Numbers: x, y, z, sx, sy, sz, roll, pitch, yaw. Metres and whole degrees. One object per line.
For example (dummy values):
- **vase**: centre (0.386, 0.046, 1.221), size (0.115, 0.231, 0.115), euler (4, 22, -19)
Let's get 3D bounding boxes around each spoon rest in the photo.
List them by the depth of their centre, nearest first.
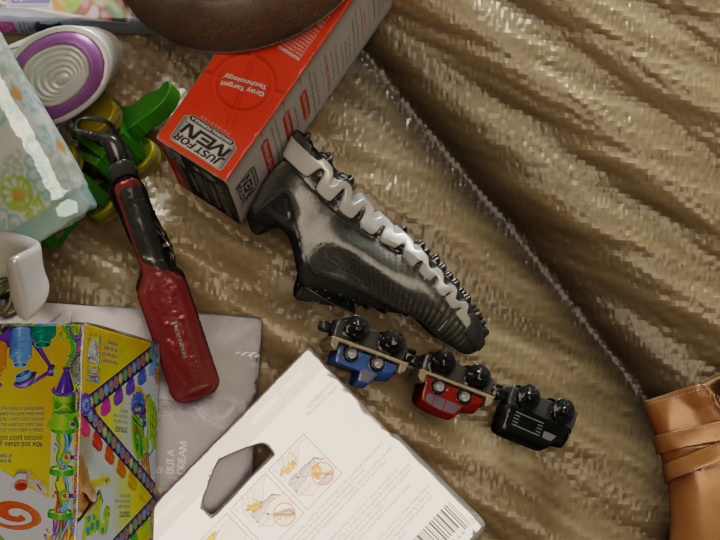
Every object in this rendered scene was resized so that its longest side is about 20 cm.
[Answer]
- **spoon rest**: centre (-0.276, -0.002, 0.918), size (0.198, 0.061, 0.100), euler (4, 112, 26)

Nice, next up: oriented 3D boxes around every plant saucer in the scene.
- **plant saucer**: centre (-0.080, -0.242, 0.980), size (0.198, 0.035, 0.202), euler (-5, 67, 13)

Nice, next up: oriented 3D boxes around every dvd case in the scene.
- **dvd case**: centre (-0.171, 0.100, 1.005), size (0.198, 0.016, 0.150), euler (4, 81, -6)

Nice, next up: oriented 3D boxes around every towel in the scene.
- **towel**: centre (-0.290, -0.068, 0.948), size (0.199, 0.048, 0.172), euler (-28, 99, 18)

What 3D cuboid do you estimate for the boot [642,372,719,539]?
- **boot**: centre (0.234, 0.162, 1.011), size (0.199, 0.077, 0.156), euler (-24, 86, -12)

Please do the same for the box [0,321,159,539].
- **box**: centre (-0.242, 0.136, 0.907), size (0.198, 0.122, 0.194), euler (-1, 81, 14)

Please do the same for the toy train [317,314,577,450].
- **toy train**: centre (0.058, 0.081, 1.012), size (0.199, 0.034, 0.046), euler (22, 79, -13)

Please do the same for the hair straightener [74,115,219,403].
- **hair straightener**: centre (-0.147, -0.011, 0.981), size (0.041, 0.077, 0.201), euler (-24, 103, -6)

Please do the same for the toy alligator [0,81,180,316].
- **toy alligator**: centre (-0.203, -0.058, 1.011), size (0.200, 0.059, 0.054), euler (-51, 46, -6)

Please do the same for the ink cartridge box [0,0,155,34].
- **ink cartridge box**: centre (-0.191, -0.231, 1.043), size (0.198, 0.042, 0.120), euler (0, 82, -8)

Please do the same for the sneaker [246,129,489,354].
- **sneaker**: centre (0.000, 0.000, 1.019), size (0.200, 0.066, 0.091), euler (43, 95, -7)

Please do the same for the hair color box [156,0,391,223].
- **hair color box**: centre (-0.055, -0.141, 1.009), size (0.061, 0.102, 0.201), euler (31, 78, 9)

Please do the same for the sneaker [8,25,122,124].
- **sneaker**: centre (-0.249, -0.111, 1.006), size (0.199, 0.100, 0.075), euler (-21, 103, 12)

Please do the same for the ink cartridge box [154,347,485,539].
- **ink cartridge box**: centre (-0.044, 0.185, 0.992), size (0.176, 0.045, 0.200), euler (45, 79, 1)
